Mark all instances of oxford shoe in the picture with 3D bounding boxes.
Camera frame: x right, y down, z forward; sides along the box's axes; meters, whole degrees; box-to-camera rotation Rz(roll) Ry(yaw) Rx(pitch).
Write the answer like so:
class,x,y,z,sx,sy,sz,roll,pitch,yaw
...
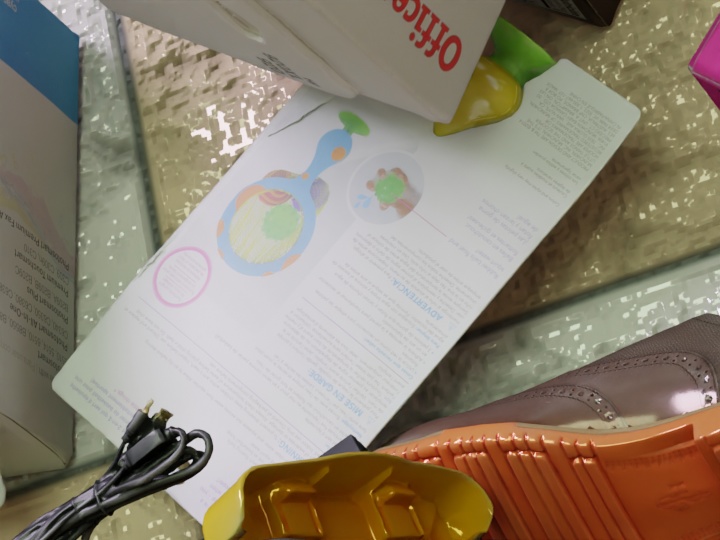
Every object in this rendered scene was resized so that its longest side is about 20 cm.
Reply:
class,x,y,z,sx,sy,sz,roll,pitch,yaw
oxford shoe,0.091,0.057,0.960,0.200,0.071,0.073,-8,34,28

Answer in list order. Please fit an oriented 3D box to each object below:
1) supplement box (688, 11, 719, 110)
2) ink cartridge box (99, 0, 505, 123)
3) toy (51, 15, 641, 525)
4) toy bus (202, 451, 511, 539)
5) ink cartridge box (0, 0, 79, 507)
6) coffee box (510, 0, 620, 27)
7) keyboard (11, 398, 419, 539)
class,x,y,z,sx,sy,sz,roll,pitch,yaw
supplement box,0.218,-0.048,0.915,0.200,0.103,0.101,29,84,29
ink cartridge box,-0.017,-0.176,0.950,0.145,0.147,0.200,21,82,29
toy,0.000,0.000,1.021,0.115,0.047,0.200,38,90,33
toy bus,-0.012,0.182,0.907,0.192,0.136,0.200,-41,60,35
ink cartridge box,-0.185,-0.008,1.059,0.128,0.125,0.200,-11,65,19
coffee box,0.014,-0.174,1.067,0.200,0.080,0.113,17,77,28
keyboard,-0.072,0.122,0.967,0.200,0.127,0.021,-37,17,9
